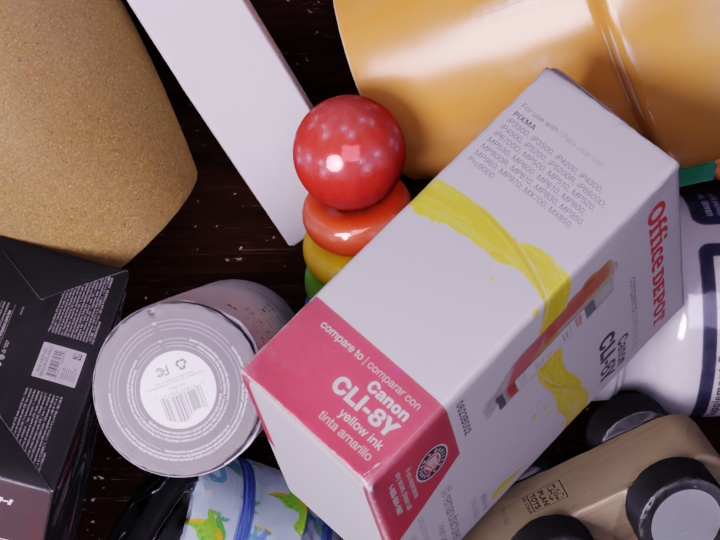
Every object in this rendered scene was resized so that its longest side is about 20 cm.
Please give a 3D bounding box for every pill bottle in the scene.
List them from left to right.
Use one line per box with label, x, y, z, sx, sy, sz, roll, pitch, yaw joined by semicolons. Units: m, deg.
pill bottle;0.200;0.017;1.081;0.198;0.116;0.117;-1;94;-2

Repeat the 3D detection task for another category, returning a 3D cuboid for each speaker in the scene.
speaker;-0.073;0.048;1.028;0.080;0.200;0.082;0;93;4

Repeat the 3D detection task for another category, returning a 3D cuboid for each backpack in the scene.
backpack;-0.087;0.191;1.069;0.152;0.163;0.202;7;87;-12

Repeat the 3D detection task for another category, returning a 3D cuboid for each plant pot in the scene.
plant pot;-0.180;-0.091;1.041;0.186;0.186;0.200;-42;109;0
plant pot;0.091;-0.131;1.040;0.182;0.200;0.202;-18;94;14

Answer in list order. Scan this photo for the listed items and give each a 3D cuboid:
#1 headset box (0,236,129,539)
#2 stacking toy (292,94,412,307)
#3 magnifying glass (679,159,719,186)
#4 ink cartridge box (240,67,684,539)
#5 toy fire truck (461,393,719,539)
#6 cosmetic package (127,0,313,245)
headset box;-0.176;0.109;1.021;0.074;0.149;0.201;15;133;-2
stacking toy;0.000;0.000;1.038;0.085;0.086;0.201;-12;131;-2
magnifying glass;0.163;-0.053;1.102;0.198;0.080;0.023;-10;99;-12
ink cartridge box;0.053;0.029;0.945;0.083;0.145;0.200;38;75;24
toy fire truck;0.122;0.193;1.025;0.175;0.129;0.201;-25;115;-1
cosmetic package;-0.072;-0.112;1.032;0.050;0.083;0.201;-32;126;1
